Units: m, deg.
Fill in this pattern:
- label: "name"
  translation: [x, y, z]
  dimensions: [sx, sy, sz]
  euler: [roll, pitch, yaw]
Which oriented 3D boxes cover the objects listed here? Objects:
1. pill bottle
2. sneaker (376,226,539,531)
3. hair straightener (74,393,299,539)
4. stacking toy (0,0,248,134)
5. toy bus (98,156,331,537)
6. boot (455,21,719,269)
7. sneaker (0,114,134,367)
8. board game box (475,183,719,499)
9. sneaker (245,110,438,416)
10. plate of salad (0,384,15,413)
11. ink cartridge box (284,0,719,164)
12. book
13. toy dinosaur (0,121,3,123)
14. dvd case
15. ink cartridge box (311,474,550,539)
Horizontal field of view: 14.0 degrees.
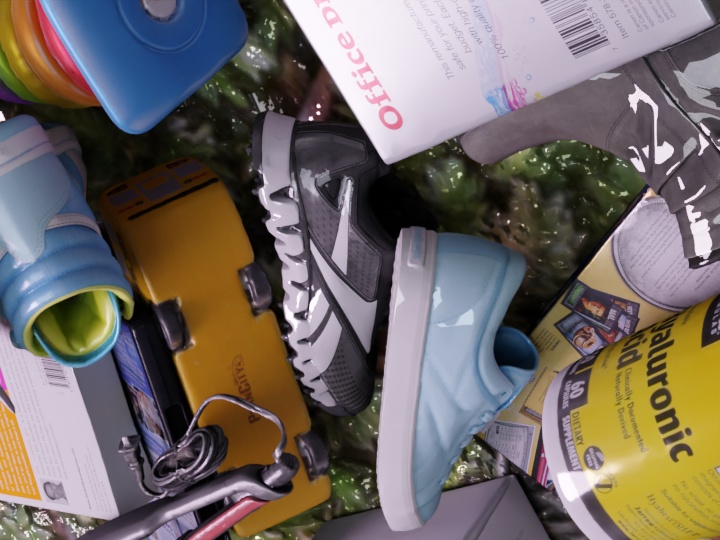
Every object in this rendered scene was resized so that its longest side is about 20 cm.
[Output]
- label: "pill bottle"
  translation: [0.196, 0.063, 1.453]
  dimensions: [0.199, 0.111, 0.112]
  euler: [-27, 105, 35]
- label: "sneaker"
  translation: [0.052, 0.066, 1.557]
  dimensions: [0.081, 0.074, 0.201]
  euler: [6, 134, 2]
- label: "hair straightener"
  translation: [-0.106, 0.122, 1.595]
  dimensions: [0.077, 0.041, 0.200]
  euler: [50, 133, -6]
- label: "stacking toy"
  translation: [-0.168, -0.127, 1.580]
  dimensions: [0.199, 0.116, 0.110]
  euler: [-13, 114, 47]
- label: "toy bus"
  translation: [-0.080, 0.044, 1.636]
  dimensions: [0.078, 0.065, 0.201]
  euler: [37, 149, 62]
- label: "boot"
  translation: [0.143, -0.057, 1.452]
  dimensions: [0.199, 0.068, 0.131]
  euler: [-24, 87, 34]
- label: "sneaker"
  translation: [-0.168, -0.009, 1.575]
  dimensions: [0.079, 0.200, 0.131]
  euler: [-28, 88, 4]
- label: "board game box"
  translation: [0.158, 0.052, 1.558]
  dimensions: [0.135, 0.035, 0.200]
  euler: [38, 128, 0]
- label: "sneaker"
  translation: [0.000, 0.000, 1.581]
  dimensions: [0.090, 0.067, 0.201]
  euler: [-4, 128, 10]
- label: "plate of salad"
  translation: [-0.234, -0.011, 1.557]
  dimensions: [0.048, 0.200, 0.200]
  euler: [-37, 103, -5]
- label: "ink cartridge box"
  translation: [0.075, -0.170, 1.389]
  dimensions: [0.199, 0.145, 0.146]
  euler: [-21, 108, 34]
- label: "book"
  translation: [-0.212, 0.067, 1.704]
  dimensions: [0.199, 0.048, 0.134]
  euler: [8, 122, 45]
- label: "toy dinosaur"
  translation: [-0.280, -0.076, 1.673]
  dimensions: [0.199, 0.102, 0.077]
  euler: [-18, 71, 21]
- label: "dvd case"
  translation: [-0.119, 0.095, 1.678]
  dimensions: [0.143, 0.017, 0.201]
  euler: [32, 143, 60]
- label: "ink cartridge box"
  translation: [0.063, 0.230, 1.684]
  dimensions: [0.145, 0.084, 0.201]
  euler: [-17, 111, 33]
